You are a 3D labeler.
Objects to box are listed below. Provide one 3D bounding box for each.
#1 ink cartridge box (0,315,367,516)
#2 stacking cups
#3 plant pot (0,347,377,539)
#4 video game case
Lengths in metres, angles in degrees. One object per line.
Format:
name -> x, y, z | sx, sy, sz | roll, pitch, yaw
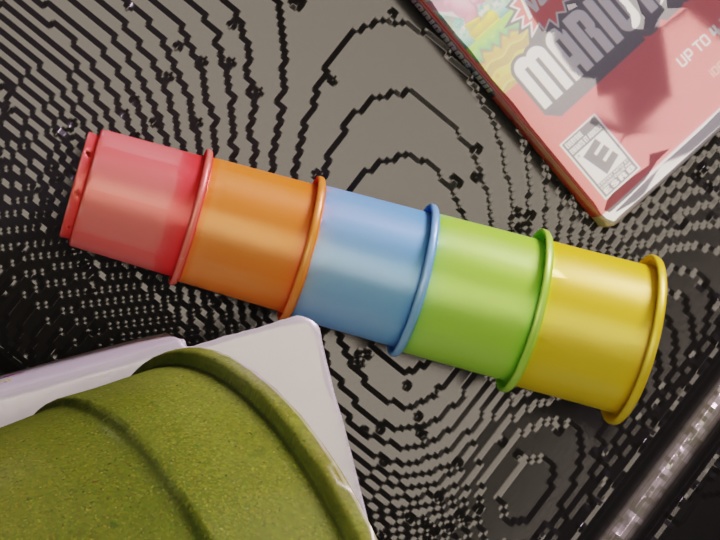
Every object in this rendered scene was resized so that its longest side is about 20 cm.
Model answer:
ink cartridge box -> -0.101, 0.091, 0.762 | 0.199, 0.068, 0.116 | -15, 94, -9
stacking cups -> 0.000, 0.000, 0.784 | 0.199, 0.060, 0.061 | 14, 87, -9
plant pot -> -0.109, 0.136, 0.598 | 0.192, 0.200, 0.201 | -12, 92, -30
video game case -> 0.074, -0.136, 0.820 | 0.143, 0.017, 0.200 | -41, 96, -7
